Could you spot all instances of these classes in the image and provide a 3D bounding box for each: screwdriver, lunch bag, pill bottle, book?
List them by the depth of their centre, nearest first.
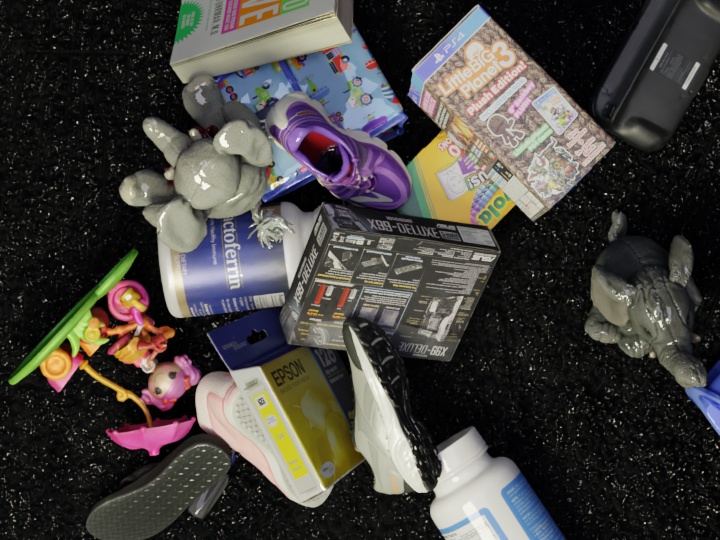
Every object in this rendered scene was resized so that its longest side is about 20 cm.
[{"bbox_3d":[-0.106,-0.286,1.666,0.200,0.048,0.134,-13,49,20],"label":"book"},{"bbox_3d":[0.147,0.275,1.669,0.112,0.112,0.200,-33,88,0],"label":"pill bottle"},{"bbox_3d":[-0.117,-0.015,1.680,0.200,0.116,0.116,-7,88,0],"label":"pill bottle"},{"bbox_3d":[-0.071,-0.177,1.689,0.200,0.094,0.151,-30,86,-3],"label":"lunch bag"},{"bbox_3d":[-0.136,0.192,1.726,0.028,0.029,0.200,31,80,2],"label":"screwdriver"}]

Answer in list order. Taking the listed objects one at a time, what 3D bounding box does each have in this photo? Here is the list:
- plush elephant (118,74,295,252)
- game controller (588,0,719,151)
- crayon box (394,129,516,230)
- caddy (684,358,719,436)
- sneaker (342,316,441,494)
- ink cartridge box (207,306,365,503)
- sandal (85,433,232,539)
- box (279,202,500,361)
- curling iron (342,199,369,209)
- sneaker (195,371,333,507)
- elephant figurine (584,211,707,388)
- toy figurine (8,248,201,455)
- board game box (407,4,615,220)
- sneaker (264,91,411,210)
[{"bbox_3d":[-0.165,-0.106,1.570,0.200,0.155,0.165,40,90,18],"label":"plush elephant"},{"bbox_3d":[0.343,-0.237,1.723,0.104,0.042,0.200,30,89,-13],"label":"game controller"},{"bbox_3d":[0.132,-0.114,1.707,0.119,0.058,0.200,44,89,2],"label":"crayon box"},{"bbox_3d":[0.449,0.167,1.652,0.200,0.141,0.105,35,86,3],"label":"caddy"},{"bbox_3d":[0.015,0.147,1.610,0.079,0.074,0.200,-18,93,26],"label":"sneaker"},{"bbox_3d":[-0.063,0.130,1.634,0.047,0.198,0.200,-27,89,22],"label":"ink cartridge box"},{"bbox_3d":[-0.222,0.241,1.698,0.200,0.048,0.075,-35,120,19],"label":"sandal"},{"bbox_3d":[0.031,0.016,1.636,0.200,0.050,0.158,7,125,-22],"label":"box"},{"bbox_3d":[0.000,0.000,1.718,0.026,0.050,0.200,4,93,44],"label":"curling iron"},{"bbox_3d":[-0.109,0.181,1.689,0.075,0.105,0.200,-53,128,-20],"label":"sneaker"},{"bbox_3d":[0.315,0.028,1.628,0.155,0.200,0.142,31,89,2],"label":"elephant figurine"},{"bbox_3d":[-0.252,0.109,1.679,0.184,0.150,0.200,43,89,-10],"label":"toy figurine"},{"bbox_3d":[0.154,-0.160,1.599,0.097,0.159,0.200,-44,88,-2],"label":"board game box"},{"bbox_3d":[-0.020,-0.107,1.604,0.200,0.083,0.081,28,111,-39],"label":"sneaker"}]
